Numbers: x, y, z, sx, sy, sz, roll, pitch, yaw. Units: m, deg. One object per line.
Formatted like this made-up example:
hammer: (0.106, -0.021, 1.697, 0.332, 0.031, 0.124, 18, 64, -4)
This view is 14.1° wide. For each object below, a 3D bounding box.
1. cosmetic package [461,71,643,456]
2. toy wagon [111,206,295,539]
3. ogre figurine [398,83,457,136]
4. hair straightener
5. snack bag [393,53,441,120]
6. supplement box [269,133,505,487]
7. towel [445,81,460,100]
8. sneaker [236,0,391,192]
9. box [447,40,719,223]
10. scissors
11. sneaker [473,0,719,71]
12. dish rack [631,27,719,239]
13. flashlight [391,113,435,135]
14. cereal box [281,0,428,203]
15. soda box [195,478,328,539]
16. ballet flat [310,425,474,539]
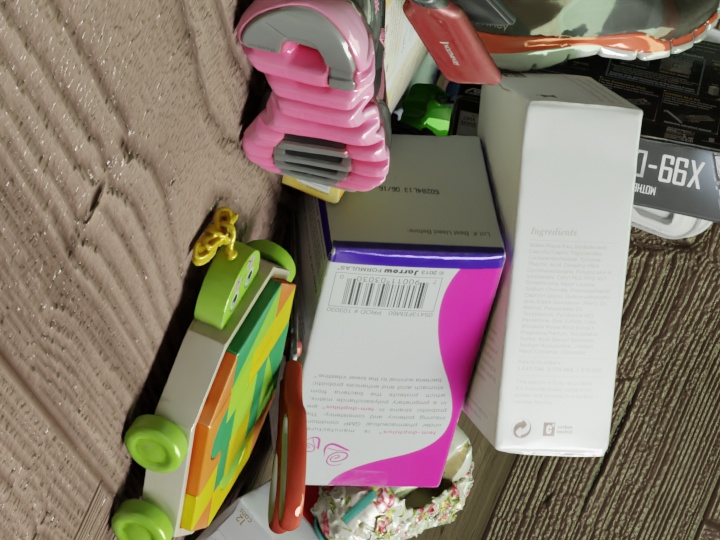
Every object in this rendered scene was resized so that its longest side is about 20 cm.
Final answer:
cosmetic package: (0.105, -0.005, 1.650, 0.102, 0.074, 0.201, -131, -134, -71)
toy wagon: (-0.076, 0.052, 1.533, 0.200, 0.039, 0.155, 103, 12, -46)
ogre figurine: (0.064, -0.015, 1.840, 0.120, 0.098, 0.201, -7, 80, -53)
hair straightener: (0.033, -0.171, 1.496, 0.200, 0.041, 0.077, 44, 57, -55)
snack bag: (0.061, -0.182, 1.838, 0.189, 0.021, 0.201, 68, 45, -78)
supplement box: (0.010, 0.025, 1.679, 0.104, 0.101, 0.200, -100, -163, -44)
towel: (0.076, -0.110, 1.925, 0.201, 0.048, 0.112, -61, -176, 20)
sneaker: (-0.014, -0.110, 1.441, 0.200, 0.079, 0.096, 95, 8, -65)
box: (0.161, -0.097, 1.765, 0.158, 0.199, 0.050, -69, 169, -61)
scissors: (-0.036, 0.050, 1.605, 0.073, 0.014, 0.201, 113, -18, -68)
sneaker: (0.140, -0.170, 1.704, 0.199, 0.077, 0.082, -14, 120, -38)
dish rack: (0.179, -0.115, 2.117, 0.044, 0.199, 0.172, -56, 166, -59)
flashlight: (0.000, 0.000, 1.767, 0.068, 0.068, 0.201, -59, 167, -49)
cereal box: (0.019, -0.152, 1.600, 0.144, 0.039, 0.200, 101, 14, -48)
soda box: (-0.028, 0.157, 1.821, 0.064, 0.068, 0.200, -45, 171, 27)
ballet flat: (0.036, 0.126, 1.814, 0.064, 0.076, 0.200, -46, 177, 27)
